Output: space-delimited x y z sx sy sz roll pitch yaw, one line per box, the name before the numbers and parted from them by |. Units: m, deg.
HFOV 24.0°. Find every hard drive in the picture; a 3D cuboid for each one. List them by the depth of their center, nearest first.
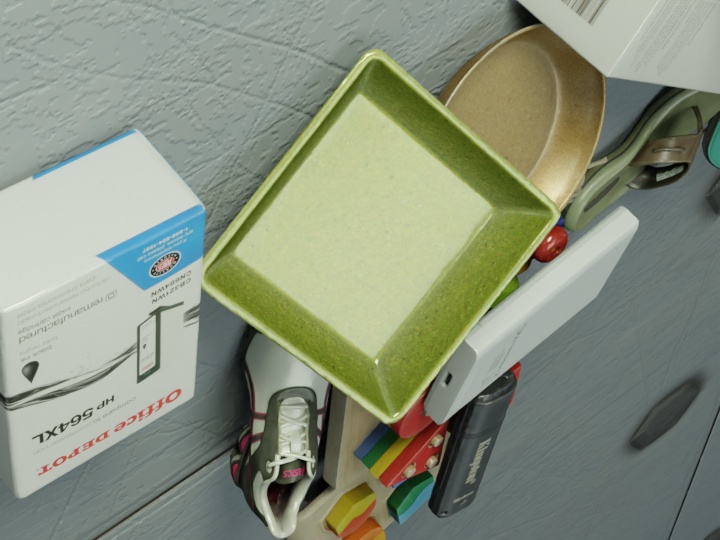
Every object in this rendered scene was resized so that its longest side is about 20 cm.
hard drive | 0.142 0.038 1.410 0.200 0.027 0.132 -36 163 -28

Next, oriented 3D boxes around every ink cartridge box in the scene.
ink cartridge box | -0.178 0.030 1.057 0.146 0.084 0.200 -30 150 -27

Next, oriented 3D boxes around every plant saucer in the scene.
plant saucer | 0.008 -0.025 1.188 0.200 0.048 0.200 38 90 -28
plant saucer | 0.107 -0.100 1.290 0.200 0.035 0.201 -26 132 -32

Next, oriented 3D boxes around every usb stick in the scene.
usb stick | 0.099 0.157 1.526 0.055 0.033 0.200 -33 153 -32

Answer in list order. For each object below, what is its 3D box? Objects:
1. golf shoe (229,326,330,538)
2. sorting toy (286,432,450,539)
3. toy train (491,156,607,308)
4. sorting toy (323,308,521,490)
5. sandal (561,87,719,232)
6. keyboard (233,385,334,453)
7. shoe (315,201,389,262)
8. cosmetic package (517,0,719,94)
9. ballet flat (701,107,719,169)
golf shoe | -0.053 0.117 1.331 0.077 0.088 0.201 -3 127 -17
sorting toy | 0.017 0.227 1.683 0.200 0.036 0.185 -37 153 -14
toy train | 0.129 -0.015 1.426 0.200 0.085 0.116 -27 147 -32
sorting toy | 0.066 0.106 1.518 0.199 0.070 0.200 -36 154 -26
sandal | 0.267 -0.098 1.535 0.201 0.057 0.080 -44 154 -1
keyboard | -0.049 0.102 1.425 0.127 0.021 0.200 -19 144 -51
shoe | 0.000 0.000 1.292 0.091 0.071 0.200 -38 148 -9
cosmetic package | 0.215 -0.198 1.260 0.200 0.108 0.085 -5 134 -54
ballet flat | 0.373 -0.186 1.563 0.073 0.073 0.200 -12 134 -47
